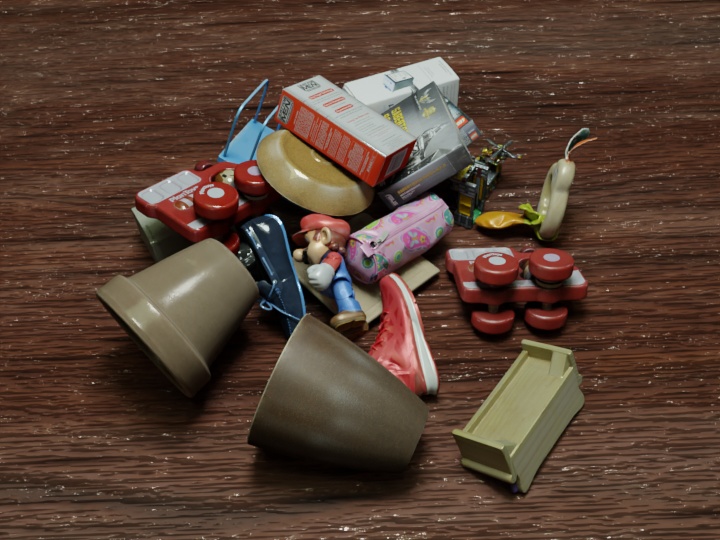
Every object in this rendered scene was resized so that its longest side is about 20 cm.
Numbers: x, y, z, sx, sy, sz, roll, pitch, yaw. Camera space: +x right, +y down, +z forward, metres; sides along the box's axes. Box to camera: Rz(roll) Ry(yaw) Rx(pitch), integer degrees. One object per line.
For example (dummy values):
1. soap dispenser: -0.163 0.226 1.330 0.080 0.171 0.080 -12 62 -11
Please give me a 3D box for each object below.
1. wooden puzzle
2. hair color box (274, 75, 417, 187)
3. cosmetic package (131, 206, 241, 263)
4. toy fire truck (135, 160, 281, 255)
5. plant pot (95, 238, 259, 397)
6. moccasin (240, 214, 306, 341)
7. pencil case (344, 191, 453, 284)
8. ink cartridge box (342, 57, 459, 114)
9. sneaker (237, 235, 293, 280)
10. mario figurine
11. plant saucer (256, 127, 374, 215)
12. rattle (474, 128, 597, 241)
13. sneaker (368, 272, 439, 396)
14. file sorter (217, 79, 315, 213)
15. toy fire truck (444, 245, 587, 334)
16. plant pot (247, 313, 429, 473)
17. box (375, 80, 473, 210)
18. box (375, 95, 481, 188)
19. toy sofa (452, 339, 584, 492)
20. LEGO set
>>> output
1. wooden puzzle: 0.000 0.000 1.222 0.200 0.037 0.185 -31 56 -29
2. hair color box: -0.024 -0.221 1.164 0.200 0.061 0.101 37 40 15
3. cosmetic package: -0.277 -0.090 1.287 0.200 0.073 0.104 -25 52 -20
4. toy fire truck: -0.231 -0.118 1.183 0.168 0.112 0.200 32 48 24
5. plant pot: -0.242 0.052 1.061 0.200 0.200 0.175 36 67 29
6. moccasin: -0.136 0.018 1.136 0.068 0.080 0.200 -16 87 -23
7. pencil case: 0.061 -0.054 1.191 0.200 0.088 0.087 -30 53 -35
8. ink cartridge box: 0.076 -0.297 1.404 0.200 0.147 0.086 -21 50 -15
9. sneaker: -0.212 -0.009 1.222 0.200 0.076 0.091 -22 44 -28
10. mario figurine: -0.058 0.008 1.102 0.106 0.123 0.200 -1 59 -33
11. plant saucer: -0.063 -0.168 1.171 0.200 0.035 0.200 17 42 -16
12. rattle: 0.287 -0.152 1.228 0.143 0.200 0.130 23 51 15
13. sneaker: 0.034 0.099 1.092 0.115 0.078 0.200 -14 57 -9
14. file sorter: -0.120 -0.220 1.310 0.200 0.123 0.139 29 45 -2
15. toy fire truck: 0.242 0.006 1.167 0.200 0.112 0.168 -3 30 -2
16. plant pot: -0.018 0.181 0.983 0.200 0.187 0.187 23 52 4
17. box: 0.088 -0.213 1.256 0.158 0.048 0.200 -29 42 16
18. box: 0.101 -0.215 1.324 0.200 0.040 0.137 -38 35 6
19. toy sofa: 0.220 0.197 1.018 0.083 0.098 0.200 10 45 44
20. LEGO set: 0.175 -0.179 1.314 0.154 0.116 0.200 30 56 26
